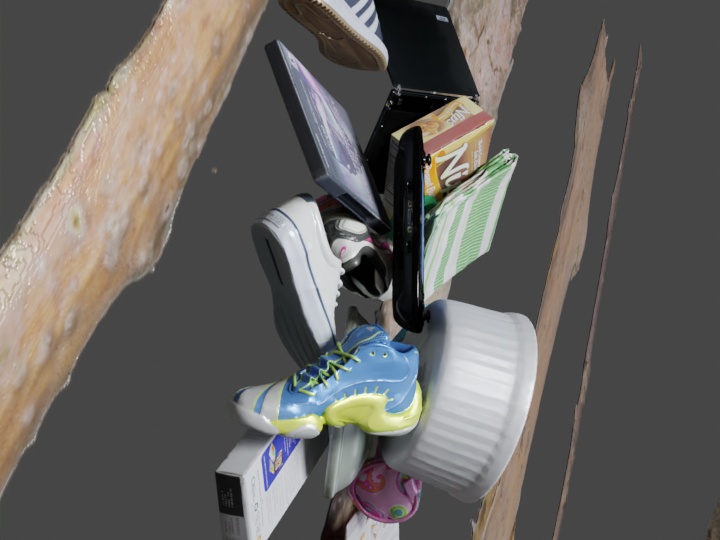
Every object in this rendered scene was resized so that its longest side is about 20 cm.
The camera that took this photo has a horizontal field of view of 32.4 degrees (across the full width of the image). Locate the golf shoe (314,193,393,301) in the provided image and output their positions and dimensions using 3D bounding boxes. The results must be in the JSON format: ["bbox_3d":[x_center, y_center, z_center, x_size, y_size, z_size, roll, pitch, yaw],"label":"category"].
[{"bbox_3d":[0.000,0.000,1.285,0.200,0.072,0.093,45,21,-60],"label":"golf shoe"}]

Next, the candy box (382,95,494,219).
[{"bbox_3d":[0.083,-0.089,1.423,0.115,0.055,0.201,-31,146,-30],"label":"candy box"}]

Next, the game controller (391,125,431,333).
[{"bbox_3d":[0.054,-0.041,1.247,0.104,0.042,0.202,108,-17,-77],"label":"game controller"}]

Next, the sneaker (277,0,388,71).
[{"bbox_3d":[-0.013,-0.275,1.213,0.200,0.069,0.110,33,66,-65],"label":"sneaker"}]

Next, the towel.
[{"bbox_3d":[0.112,-0.041,1.409,0.200,0.023,0.154,-39,151,-48],"label":"towel"}]

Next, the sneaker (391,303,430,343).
[{"bbox_3d":[0.091,0.100,1.434,0.077,0.081,0.200,-47,156,-1],"label":"sneaker"}]

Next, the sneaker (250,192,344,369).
[{"bbox_3d":[-0.044,0.019,1.179,0.071,0.073,0.201,-37,134,-29],"label":"sneaker"}]

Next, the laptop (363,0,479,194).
[{"bbox_3d":[0.046,-0.198,1.419,0.176,0.103,0.201,-4,125,-52],"label":"laptop"}]

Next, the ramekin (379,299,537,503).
[{"bbox_3d":[0.094,0.127,1.272,0.200,0.097,0.203,-162,-90,-78],"label":"ramekin"}]

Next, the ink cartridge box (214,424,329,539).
[{"bbox_3d":[-0.081,0.180,1.196,0.200,0.037,0.096,-49,141,-56],"label":"ink cartridge box"}]

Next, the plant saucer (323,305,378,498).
[{"bbox_3d":[-0.002,0.140,1.298,0.200,0.050,0.203,7,90,-90],"label":"plant saucer"}]

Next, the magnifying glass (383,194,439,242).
[{"bbox_3d":[0.060,-0.008,1.416,0.079,0.022,0.201,-29,144,-22],"label":"magnifying glass"}]

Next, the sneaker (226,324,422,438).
[{"bbox_3d":[-0.028,0.096,1.148,0.198,0.076,0.106,4,102,-33],"label":"sneaker"}]

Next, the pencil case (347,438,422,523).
[{"bbox_3d":[0.038,0.201,1.414,0.200,0.086,0.088,-71,160,-66],"label":"pencil case"}]

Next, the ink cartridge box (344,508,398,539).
[{"bbox_3d":[-0.002,0.327,1.445,0.200,0.044,0.178,-39,132,-64],"label":"ink cartridge box"}]

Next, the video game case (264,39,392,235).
[{"bbox_3d":[-0.027,-0.122,1.192,0.144,0.019,0.200,69,13,18],"label":"video game case"}]
